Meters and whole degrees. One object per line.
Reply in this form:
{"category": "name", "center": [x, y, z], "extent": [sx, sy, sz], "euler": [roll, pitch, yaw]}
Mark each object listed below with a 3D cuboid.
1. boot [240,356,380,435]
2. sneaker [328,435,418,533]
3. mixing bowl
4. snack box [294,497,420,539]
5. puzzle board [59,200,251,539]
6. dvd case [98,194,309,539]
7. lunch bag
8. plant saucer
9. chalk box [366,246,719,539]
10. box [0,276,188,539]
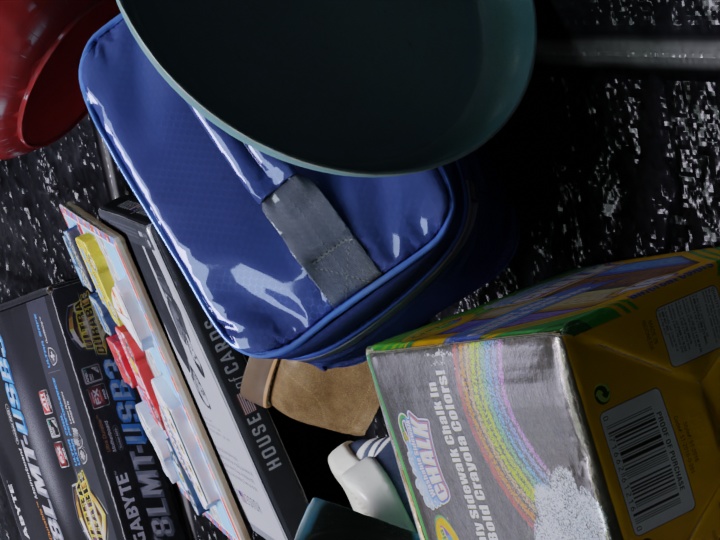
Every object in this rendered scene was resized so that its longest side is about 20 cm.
{"category": "boot", "center": [0.000, 0.000, 1.257], "extent": [0.075, 0.074, 0.201], "euler": [26, 129, 12]}
{"category": "sneaker", "center": [0.037, 0.107, 1.238], "extent": [0.075, 0.084, 0.200], "euler": [63, 176, -2]}
{"category": "mixing bowl", "center": [-0.189, -0.134, 1.316], "extent": [0.108, 0.200, 0.201], "euler": [34, 140, 13]}
{"category": "snack box", "center": [0.056, 0.184, 1.149], "extent": [0.199, 0.037, 0.117], "euler": [19, 137, 3]}
{"category": "puzzle board", "center": [-0.125, 0.061, 1.465], "extent": [0.201, 0.017, 0.151], "euler": [68, 167, -15]}
{"category": "dvd case", "center": [-0.086, 0.056, 1.392], "extent": [0.201, 0.025, 0.150], "euler": [66, 167, -11]}
{"category": "lunch bag", "center": [-0.032, -0.062, 1.124], "extent": [0.201, 0.136, 0.132], "euler": [57, -170, 13]}
{"category": "plant saucer", "center": [-0.019, -0.121, 1.054], "extent": [0.201, 0.199, 0.027], "euler": [62, 145, 16]}
{"category": "chalk box", "center": [0.093, 0.069, 1.054], "extent": [0.200, 0.123, 0.125], "euler": [-7, 101, 62]}
{"category": "box", "center": [-0.195, 0.112, 1.658], "extent": [0.198, 0.049, 0.201], "euler": [-15, 93, 60]}
